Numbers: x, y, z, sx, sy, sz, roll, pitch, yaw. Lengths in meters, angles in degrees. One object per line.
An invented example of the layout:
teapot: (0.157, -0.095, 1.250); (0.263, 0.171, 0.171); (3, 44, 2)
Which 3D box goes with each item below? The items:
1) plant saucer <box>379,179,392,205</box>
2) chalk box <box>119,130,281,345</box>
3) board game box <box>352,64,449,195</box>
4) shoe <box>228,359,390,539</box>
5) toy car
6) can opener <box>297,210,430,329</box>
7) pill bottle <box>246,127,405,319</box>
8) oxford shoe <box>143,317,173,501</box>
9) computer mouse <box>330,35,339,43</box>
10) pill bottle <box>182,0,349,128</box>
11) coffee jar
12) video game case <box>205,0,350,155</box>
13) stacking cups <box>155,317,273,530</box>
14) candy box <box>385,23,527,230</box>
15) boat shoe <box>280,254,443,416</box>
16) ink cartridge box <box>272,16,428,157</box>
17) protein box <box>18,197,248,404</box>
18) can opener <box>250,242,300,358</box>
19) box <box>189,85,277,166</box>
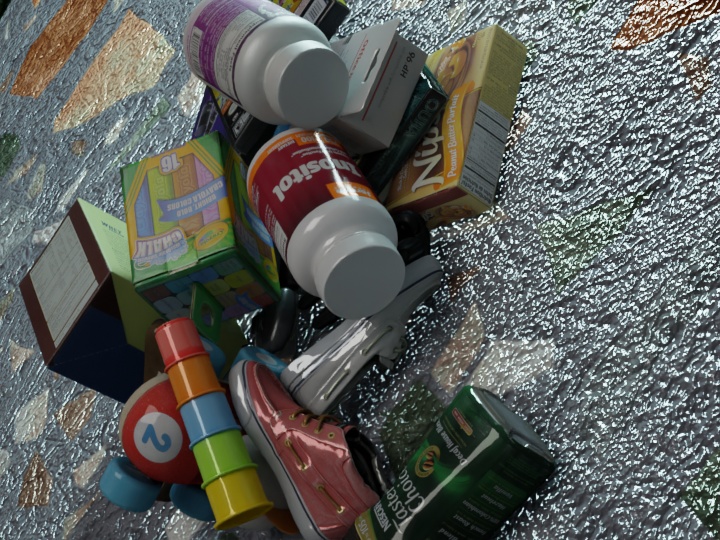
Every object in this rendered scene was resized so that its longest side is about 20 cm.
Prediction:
plant saucer: (0.003, -0.114, 1.660); (0.200, 0.034, 0.201); (-33, 41, 34)
chalk box: (-0.166, -0.020, 1.561); (0.123, 0.125, 0.201); (-20, 58, 11)
board game box: (0.012, -0.135, 1.585); (0.200, 0.028, 0.135); (-53, 27, 17)
shoe: (-0.046, 0.158, 1.409); (0.091, 0.071, 0.201); (-35, 73, 23)
toy car: (-0.131, 0.194, 1.473); (0.200, 0.176, 0.185); (39, 106, 45)
can opener: (0.000, 0.000, 1.537); (0.200, 0.078, 0.064); (-33, 81, 43)
pill bottle: (-0.031, -0.046, 1.451); (0.113, 0.113, 0.200); (-48, 41, 14)
oxford shoe: (-0.212, 0.151, 1.597); (0.072, 0.084, 0.202); (-6, 90, 35)
computer mouse: (-0.040, -0.247, 1.806); (0.139, 0.052, 0.200); (-58, 28, 25)
pill bottle: (-0.095, -0.215, 1.521); (0.113, 0.112, 0.200); (-56, 40, 2)
coffee jar: (0.069, 0.203, 1.263); (0.200, 0.085, 0.104); (-52, 33, 9)
video game case: (-0.098, -0.252, 1.676); (0.200, 0.025, 0.181); (-53, 31, 16)
stacking cups: (-0.147, 0.144, 1.403); (0.060, 0.060, 0.201); (-35, 70, 30)
candy box: (0.100, -0.147, 1.537); (0.115, 0.055, 0.201); (-18, 50, 50)
boat shoe: (0.015, 0.071, 1.469); (0.200, 0.074, 0.067); (-41, 75, 2)
ink cartridge box: (-0.003, -0.184, 1.548); (0.200, 0.068, 0.117); (-6, 58, 61)
protein box: (-0.268, 0.051, 1.724); (0.135, 0.198, 0.200); (-53, 33, 10)
can opener: (-0.083, 0.001, 1.625); (0.066, 0.052, 0.202); (-29, 53, 52)
box: (-0.140, -0.167, 1.804); (0.200, 0.078, 0.142); (0, 75, 64)
